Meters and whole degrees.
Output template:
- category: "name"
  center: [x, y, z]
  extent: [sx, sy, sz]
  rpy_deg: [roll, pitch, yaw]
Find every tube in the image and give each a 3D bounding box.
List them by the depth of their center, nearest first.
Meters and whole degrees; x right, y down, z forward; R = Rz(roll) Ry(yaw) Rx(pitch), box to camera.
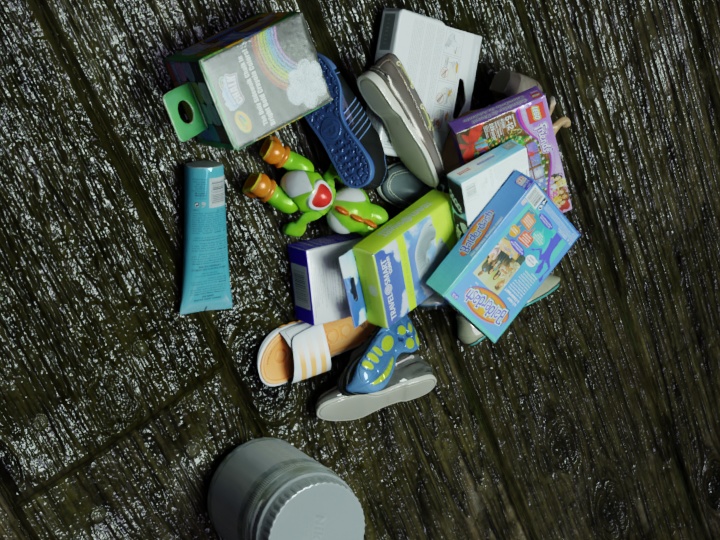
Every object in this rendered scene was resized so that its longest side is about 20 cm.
- category: "tube"
  center: [-0.204, -0.042, 1.490]
  extent: [0.077, 0.050, 0.202]
  rpy_deg: [-6, 107, -26]

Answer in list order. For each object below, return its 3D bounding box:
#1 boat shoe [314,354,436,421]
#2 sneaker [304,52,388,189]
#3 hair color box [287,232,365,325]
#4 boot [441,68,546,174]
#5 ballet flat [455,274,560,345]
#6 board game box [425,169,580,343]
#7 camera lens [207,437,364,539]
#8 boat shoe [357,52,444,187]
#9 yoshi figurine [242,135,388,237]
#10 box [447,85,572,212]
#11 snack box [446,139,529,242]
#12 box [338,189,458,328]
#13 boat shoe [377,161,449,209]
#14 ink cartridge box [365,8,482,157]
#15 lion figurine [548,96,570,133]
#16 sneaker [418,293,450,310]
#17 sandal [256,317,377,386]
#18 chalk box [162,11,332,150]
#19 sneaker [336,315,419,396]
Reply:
- category: "boat shoe"
  center: [0.016, 0.171, 1.661]
  extent: [0.198, 0.057, 0.067]
  rpy_deg: [-12, 140, -25]
- category: "sneaker"
  center: [-0.023, -0.201, 1.543]
  extent: [0.078, 0.070, 0.201]
  rpy_deg: [-6, 73, -65]
- category: "hair color box"
  center: [0.000, 0.000, 1.608]
  extent: [0.199, 0.065, 0.110]
  rpy_deg: [-13, 105, -28]
- category: "boot"
  center: [0.209, -0.202, 1.686]
  extent: [0.201, 0.070, 0.146]
  rpy_deg: [-56, 144, -1]
- category: "ballet flat"
  center: [0.226, 0.042, 1.755]
  extent: [0.199, 0.069, 0.070]
  rpy_deg: [-33, 114, -22]
- category: "board game box"
  center: [0.201, -0.017, 1.571]
  extent: [0.200, 0.045, 0.152]
  rpy_deg: [-51, 134, -2]
- category: "camera lens"
  center: [-0.104, 0.324, 1.521]
  extent: [0.159, 0.200, 0.162]
  rpy_deg: [-6, 102, -30]
- category: "boat shoe"
  center: [0.068, -0.203, 1.547]
  extent: [0.060, 0.072, 0.201]
  rpy_deg: [-47, 122, -20]
- category: "yoshi figurine"
  center: [-0.059, -0.102, 1.554]
  extent: [0.199, 0.112, 0.113]
  rpy_deg: [26, 44, -18]
- category: "box"
  center: [0.216, -0.148, 1.613]
  extent: [0.136, 0.039, 0.201]
  rpy_deg: [-23, 126, -1]
- category: "snack box"
  center: [0.189, -0.070, 1.589]
  extent: [0.116, 0.037, 0.201]
  rpy_deg: [-29, 129, -21]
- category: "box"
  center: [0.062, -0.013, 1.557]
  extent: [0.200, 0.047, 0.123]
  rpy_deg: [-36, 128, -34]
- category: "boat shoe"
  center: [0.117, -0.117, 1.659]
  extent: [0.199, 0.062, 0.073]
  rpy_deg: [10, 94, -32]
- category: "ink cartridge box"
  center: [0.089, -0.260, 1.628]
  extent: [0.173, 0.043, 0.202]
  rpy_deg: [5, 97, -45]
- category: "lion figurine"
  center: [0.246, -0.155, 1.685]
  extent: [0.122, 0.072, 0.201]
  rpy_deg: [-28, 134, -20]
- category: "sneaker"
  center: [0.161, 0.003, 1.704]
  extent: [0.199, 0.072, 0.073]
  rpy_deg: [-28, 105, -27]
- category: "sandal"
  center: [-0.051, 0.101, 1.597]
  extent: [0.206, 0.059, 0.080]
  rpy_deg: [-24, 110, -26]
- category: "chalk box"
  center: [-0.161, -0.233, 1.435]
  extent: [0.199, 0.124, 0.126]
  rpy_deg: [-30, 113, -22]
- category: "sneaker"
  center: [0.023, 0.115, 1.613]
  extent: [0.071, 0.082, 0.200]
  rpy_deg: [60, 35, -11]
